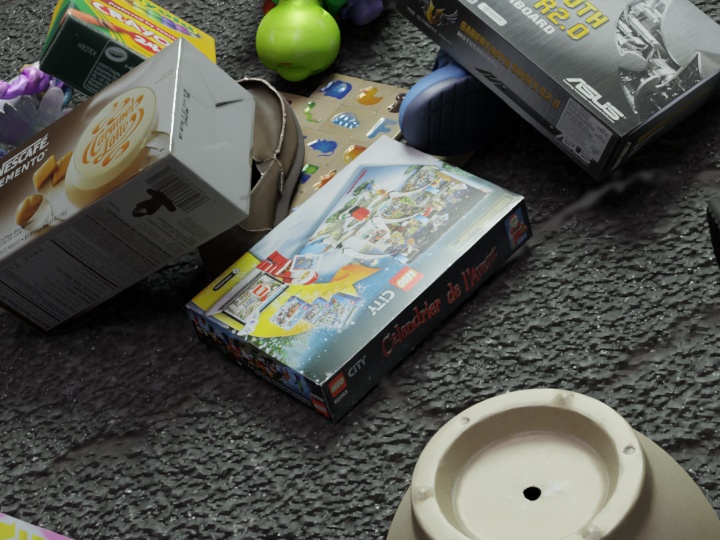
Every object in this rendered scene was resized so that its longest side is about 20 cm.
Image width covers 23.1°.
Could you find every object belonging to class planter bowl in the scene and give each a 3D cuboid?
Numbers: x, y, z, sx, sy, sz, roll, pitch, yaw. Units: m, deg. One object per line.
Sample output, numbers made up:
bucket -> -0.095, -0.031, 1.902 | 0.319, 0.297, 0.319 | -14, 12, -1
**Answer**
planter bowl -> 0.096, 0.147, 0.913 | 0.199, 0.135, 0.201 | -10, 39, 8

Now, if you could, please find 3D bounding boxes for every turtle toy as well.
turtle toy -> -0.034, -0.239, 1.433 | 0.145, 0.101, 0.200 | 3, 44, 22

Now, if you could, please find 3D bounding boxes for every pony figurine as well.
pony figurine -> -0.304, -0.117, 1.341 | 0.200, 0.193, 0.167 | -38, 87, -13

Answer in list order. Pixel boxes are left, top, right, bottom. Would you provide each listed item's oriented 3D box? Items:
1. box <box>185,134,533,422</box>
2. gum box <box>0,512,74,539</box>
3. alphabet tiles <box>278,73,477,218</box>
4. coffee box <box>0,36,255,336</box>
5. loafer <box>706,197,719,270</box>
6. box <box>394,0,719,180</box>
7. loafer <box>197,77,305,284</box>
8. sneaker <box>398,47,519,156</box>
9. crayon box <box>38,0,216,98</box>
box -> 0.000, 0.000, 1.186 | 0.136, 0.038, 0.200 | 28, 59, 38
gum box -> -0.242, 0.199, 1.028 | 0.199, 0.066, 0.114 | 13, 49, 32
alphabet tiles -> -0.015, -0.088, 1.326 | 0.199, 0.008, 0.167 | 16, 50, 34
coffee box -> -0.172, -0.055, 1.217 | 0.200, 0.080, 0.115 | -28, 42, 30
loafer -> 0.269, 0.010, 1.054 | 0.071, 0.073, 0.200 | -19, 39, 1
box -> 0.149, -0.171, 1.244 | 0.200, 0.048, 0.158 | 43, 53, 18
loafer -> -0.084, -0.078, 1.275 | 0.073, 0.071, 0.200 | -13, 44, 11
sneaker -> 0.086, -0.150, 1.294 | 0.082, 0.074, 0.200 | 34, 48, 24
crayon box -> -0.176, -0.172, 1.353 | 0.051, 0.127, 0.200 | -57, 17, 16
